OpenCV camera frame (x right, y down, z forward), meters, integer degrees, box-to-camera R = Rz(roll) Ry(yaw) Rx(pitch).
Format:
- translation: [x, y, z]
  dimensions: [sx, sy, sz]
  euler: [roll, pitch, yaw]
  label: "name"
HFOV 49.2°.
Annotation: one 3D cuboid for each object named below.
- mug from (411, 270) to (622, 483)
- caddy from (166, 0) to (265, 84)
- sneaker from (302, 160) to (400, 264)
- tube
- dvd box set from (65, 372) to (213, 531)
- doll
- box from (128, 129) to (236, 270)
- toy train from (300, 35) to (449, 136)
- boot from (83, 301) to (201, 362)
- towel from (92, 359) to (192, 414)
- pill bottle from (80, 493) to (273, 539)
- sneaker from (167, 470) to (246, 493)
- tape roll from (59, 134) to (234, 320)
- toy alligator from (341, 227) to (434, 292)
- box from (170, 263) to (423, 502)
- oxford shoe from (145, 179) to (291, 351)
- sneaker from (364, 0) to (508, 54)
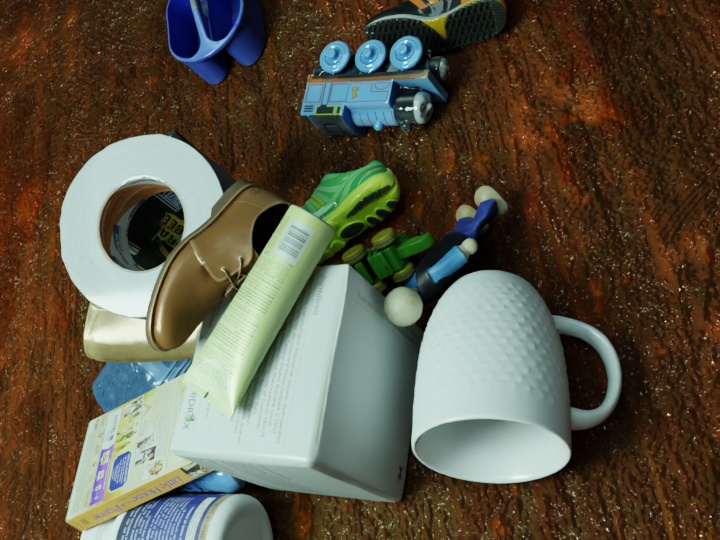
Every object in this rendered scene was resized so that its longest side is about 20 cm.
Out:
- translation: [0.153, 0.098, 0.769]
  dimensions: [0.198, 0.148, 0.177]
  euler: [3, 54, 6]
  label: "mug"
- translation: [-0.232, -0.395, 1.229]
  dimensions: [0.140, 0.105, 0.201]
  euler: [-24, 58, 18]
  label: "caddy"
- translation: [-0.039, -0.071, 1.000]
  dimensions: [0.199, 0.074, 0.084]
  euler: [-27, 37, 15]
  label: "sneaker"
- translation: [-0.095, 0.035, 0.746]
  dimensions: [0.201, 0.052, 0.058]
  euler: [-60, 12, -7]
  label: "tube"
- translation: [-0.240, 0.197, 0.904]
  dimensions: [0.199, 0.029, 0.147]
  euler: [-28, 36, 14]
  label: "dvd box set"
- translation: [0.087, -0.007, 0.841]
  dimensions: [0.048, 0.137, 0.200]
  euler: [42, 50, -1]
  label: "doll"
- translation: [-0.224, -0.063, 1.011]
  dimensions: [0.160, 0.200, 0.049]
  euler: [-45, 52, 2]
  label: "box"
- translation: [0.019, -0.236, 1.032]
  dimensions: [0.198, 0.087, 0.115]
  euler: [5, 79, 29]
  label: "toy train"
- translation: [-0.215, 0.026, 0.924]
  dimensions: [0.198, 0.066, 0.177]
  euler: [4, 72, 13]
  label: "boot"
- translation: [-0.265, 0.115, 0.997]
  dimensions: [0.112, 0.048, 0.200]
  euler: [45, 111, 20]
  label: "towel"
- translation: [-0.207, 0.309, 0.877]
  dimensions: [0.198, 0.116, 0.117]
  euler: [-8, 64, 25]
  label: "pill bottle"
- translation: [-0.210, 0.238, 0.917]
  dimensions: [0.199, 0.066, 0.078]
  euler: [4, 40, 45]
  label: "sneaker"
- translation: [-0.229, -0.045, 0.873]
  dimensions: [0.198, 0.066, 0.202]
  euler: [-1, 82, 11]
  label: "tape roll"
- translation: [0.000, 0.000, 0.949]
  dimensions: [0.199, 0.060, 0.054]
  euler: [-29, 15, 16]
  label: "toy alligator"
- translation: [-0.055, 0.122, 0.827]
  dimensions: [0.170, 0.199, 0.202]
  euler: [-2, 65, 29]
  label: "box"
- translation: [-0.138, -0.004, 0.774]
  dimensions: [0.071, 0.071, 0.201]
  euler: [19, 68, 33]
  label: "oxford shoe"
- translation: [0.103, -0.343, 1.050]
  dimensions: [0.198, 0.070, 0.091]
  euler: [-4, 51, 28]
  label: "sneaker"
